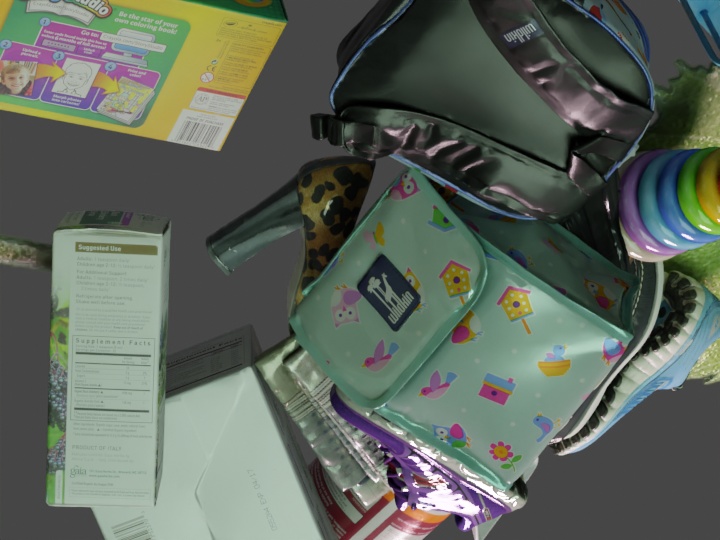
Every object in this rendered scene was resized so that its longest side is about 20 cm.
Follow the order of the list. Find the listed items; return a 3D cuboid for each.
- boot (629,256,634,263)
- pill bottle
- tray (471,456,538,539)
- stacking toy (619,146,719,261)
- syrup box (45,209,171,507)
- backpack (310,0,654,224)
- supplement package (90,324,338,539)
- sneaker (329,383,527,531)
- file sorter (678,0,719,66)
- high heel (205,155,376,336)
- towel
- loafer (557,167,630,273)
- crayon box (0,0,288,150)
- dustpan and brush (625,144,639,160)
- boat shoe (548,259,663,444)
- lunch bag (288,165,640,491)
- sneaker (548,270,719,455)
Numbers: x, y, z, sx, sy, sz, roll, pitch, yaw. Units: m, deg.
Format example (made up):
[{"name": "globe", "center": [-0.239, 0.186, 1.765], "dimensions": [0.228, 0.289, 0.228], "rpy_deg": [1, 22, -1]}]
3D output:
[{"name": "boot", "center": [0.116, -0.004, 1.742], "dimensions": [0.200, 0.074, 0.076], "rpy_deg": [-20, 144, 0]}, {"name": "pill bottle", "center": [-0.016, 0.209, 1.899], "dimensions": [0.109, 0.110, 0.200], "rpy_deg": [25, 122, -37]}, {"name": "tray", "center": [0.109, 0.118, 1.865], "dimensions": [0.107, 0.022, 0.200], "rpy_deg": [-47, 146, -38]}, {"name": "stacking toy", "center": [0.258, -0.056, 1.659], "dimensions": [0.085, 0.086, 0.200], "rpy_deg": [8, 172, -26]}, {"name": "syrup box", "center": [-0.179, 0.062, 1.635], "dimensions": [0.081, 0.079, 0.201], "rpy_deg": [2, 101, -2]}, {"name": "backpack", "center": [0.097, -0.133, 1.530], "dimensions": [0.190, 0.154, 0.200], "rpy_deg": [37, 121, -11]}, {"name": "supplement package", "center": [-0.119, 0.170, 1.762], "dimensions": [0.155, 0.111, 0.200], "rpy_deg": [-20, 106, 3]}, {"name": "sneaker", "center": [0.043, 0.142, 1.714], "dimensions": [0.083, 0.081, 0.200], "rpy_deg": [-38, 126, 18]}, {"name": "file sorter", "center": [0.329, -0.164, 1.619], "dimensions": [0.139, 0.123, 0.200], "rpy_deg": [-35, 136, 18]}, {"name": "high heel", "center": [0.000, 0.000, 1.712], "dimensions": [0.142, 0.072, 0.200], "rpy_deg": [-32, 128, 22]}, {"name": "towel", "center": [0.045, 0.085, 1.736], "dimensions": [0.200, 0.035, 0.193], "rpy_deg": [-30, 130, 8]}, {"name": "loafer", "center": [0.156, -0.025, 1.677], "dimensions": [0.070, 0.068, 0.201], "rpy_deg": [-13, 128, 0]}, {"name": "crayon box", "center": [-0.163, -0.155, 1.506], "dimensions": [0.200, 0.058, 0.119], "rpy_deg": [10, 131, -27]}, {"name": "dustpan and brush", "center": [0.087, -0.073, 1.691], "dimensions": [0.200, 0.057, 0.140], "rpy_deg": [-41, 132, 14]}, {"name": "boat shoe", "center": [0.175, 0.059, 1.810], "dimensions": [0.060, 0.076, 0.200], "rpy_deg": [-17, 134, -52]}, {"name": "lunch bag", "center": [0.070, 0.031, 1.617], "dimensions": [0.200, 0.122, 0.170], "rpy_deg": [32, 119, -10]}, {"name": "sneaker", "center": [0.228, 0.088, 1.884], "dimensions": [0.090, 0.079, 0.200], "rpy_deg": [19, 128, -41]}]
